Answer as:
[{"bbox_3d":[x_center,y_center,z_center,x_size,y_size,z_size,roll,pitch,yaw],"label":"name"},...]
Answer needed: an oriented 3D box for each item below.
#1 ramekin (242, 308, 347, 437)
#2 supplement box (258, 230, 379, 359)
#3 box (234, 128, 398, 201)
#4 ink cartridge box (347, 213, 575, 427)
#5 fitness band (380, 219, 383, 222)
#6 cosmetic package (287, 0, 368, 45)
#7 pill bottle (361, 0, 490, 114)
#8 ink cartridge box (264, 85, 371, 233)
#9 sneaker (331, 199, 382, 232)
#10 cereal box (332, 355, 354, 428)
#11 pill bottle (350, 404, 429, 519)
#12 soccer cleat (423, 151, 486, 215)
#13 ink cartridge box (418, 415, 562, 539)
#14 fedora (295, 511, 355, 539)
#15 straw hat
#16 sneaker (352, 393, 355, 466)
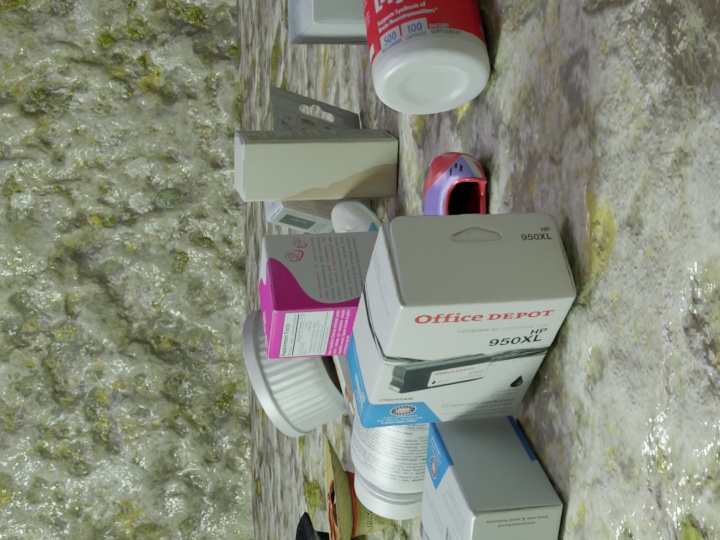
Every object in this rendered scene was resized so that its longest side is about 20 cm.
[{"bbox_3d":[-0.081,0.137,1.744,0.200,0.105,0.200,57,-160,-34],"label":"ramekin"},{"bbox_3d":[-0.007,0.025,1.291,0.103,0.200,0.101,104,160,-53],"label":"supplement box"},{"bbox_3d":[-0.059,-0.137,1.518,0.095,0.200,0.078,-127,36,-70],"label":"box"},{"bbox_3d":[0.077,0.045,0.986,0.200,0.144,0.084,104,159,-54],"label":"ink cartridge box"},{"bbox_3d":[0.015,0.026,1.594,0.144,0.037,0.200,-120,29,-66],"label":"fitness band"},{"bbox_3d":[-0.024,-0.400,1.504,0.200,0.123,0.200,-168,76,-77],"label":"cosmetic package"},{"bbox_3d":[0.057,-0.263,1.150,0.112,0.112,0.200,111,154,-63],"label":"pill bottle"},{"bbox_3d":[-0.064,-0.145,1.650,0.057,0.162,0.200,-39,50,40],"label":"ink cartridge box"},{"bbox_3d":[0.000,0.000,1.462,0.077,0.081,0.200,111,140,-58],"label":"sneaker"},{"bbox_3d":[-0.020,0.114,1.638,0.144,0.039,0.200,86,169,-70],"label":"cereal box"},{"bbox_3d":[0.049,0.164,1.259,0.113,0.113,0.200,-107,19,-52],"label":"pill bottle"},{"bbox_3d":[0.089,-0.019,1.169,0.076,0.067,0.200,-125,37,-62],"label":"soccer cleat"},{"bbox_3d":[0.109,0.252,1.055,0.145,0.084,0.200,-116,26,-62],"label":"ink cartridge box"},{"bbox_3d":[-0.044,0.464,1.815,0.201,0.091,0.201,178,90,-78],"label":"fedora"},{"bbox_3d":[0.001,0.314,1.592,0.201,0.085,0.201,176,90,-84],"label":"straw hat"},{"bbox_3d":[0.036,0.200,1.451,0.089,0.077,0.200,121,144,-54],"label":"sneaker"}]
